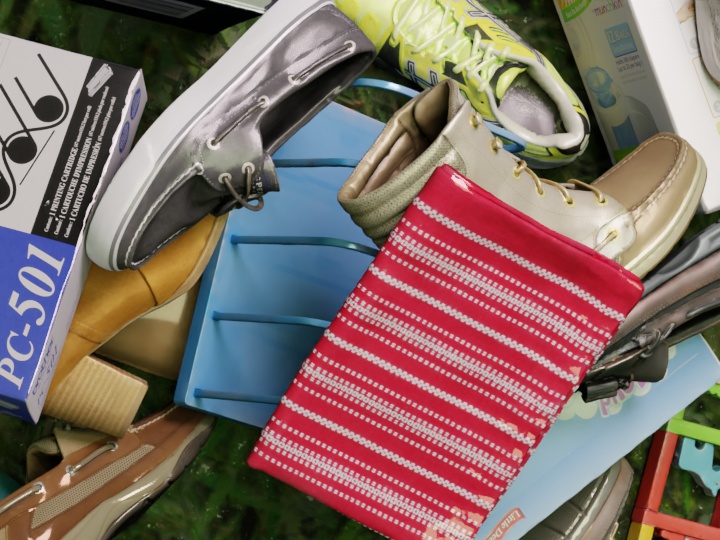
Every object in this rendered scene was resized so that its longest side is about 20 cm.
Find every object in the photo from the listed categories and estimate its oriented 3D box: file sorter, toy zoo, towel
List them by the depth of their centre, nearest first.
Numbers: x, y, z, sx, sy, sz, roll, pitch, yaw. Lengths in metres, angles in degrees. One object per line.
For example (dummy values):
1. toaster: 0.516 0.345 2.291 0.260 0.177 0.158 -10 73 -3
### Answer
1. towel: 0.048 0.056 1.336 0.144 0.023 0.201 30 101 -19
2. file sorter: 0.000 0.000 1.431 0.138 0.122 0.202 20 79 -37
3. toy zoo: 0.237 0.170 1.582 0.130 0.020 0.202 16 86 -15

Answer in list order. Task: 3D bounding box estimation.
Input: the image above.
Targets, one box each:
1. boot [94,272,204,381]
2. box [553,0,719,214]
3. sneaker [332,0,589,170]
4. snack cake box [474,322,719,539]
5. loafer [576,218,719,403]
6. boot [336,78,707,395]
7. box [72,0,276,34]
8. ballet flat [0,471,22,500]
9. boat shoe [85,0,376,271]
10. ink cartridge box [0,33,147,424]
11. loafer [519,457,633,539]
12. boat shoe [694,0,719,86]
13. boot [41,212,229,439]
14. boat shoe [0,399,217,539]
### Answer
1. boot: -0.157 -0.037 1.453 0.198 0.066 0.177 14 96 -16
2. box: 0.195 -0.142 1.495 0.101 0.112 0.201 -22 95 -16
3. sneaker: 0.064 -0.137 1.502 0.199 0.076 0.076 33 84 -12
4. snack cake box: 0.110 0.092 1.497 0.199 0.115 0.067 -37 100 -12
5. loafer: 0.174 0.032 1.419 0.199 0.072 0.063 -35 87 -14
6. boot: 0.093 -0.048 1.372 0.200 0.072 0.155 -42 114 -15
7. box: -0.096 -0.250 1.419 0.106 0.148 0.202 12 88 -15
8. ballet flat: -0.243 0.132 1.437 0.064 0.067 0.200 -42 101 17
9. boat shoe: -0.066 -0.068 1.346 0.066 0.070 0.200 36 69 18
10. ink cartridge box: -0.191 -0.025 1.341 0.093 0.044 0.201 14 70 6
11. loafer: 0.109 0.198 1.530 0.063 0.072 0.201 38 87 -30
12. boat shoe: 0.220 -0.205 1.411 0.070 0.069 0.202 -14 90 -16
13. boot: -0.160 -0.017 1.389 0.143 0.071 0.202 26 83 -8
14. boat shoe: -0.158 0.120 1.411 0.074 0.076 0.200 45 43 2
